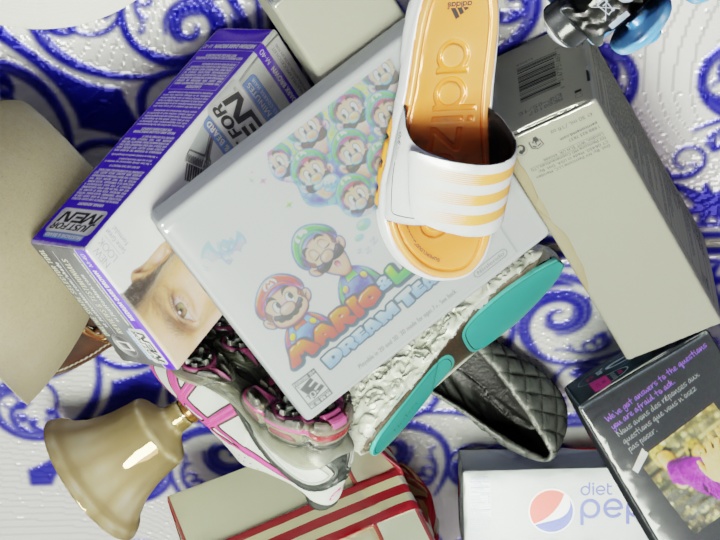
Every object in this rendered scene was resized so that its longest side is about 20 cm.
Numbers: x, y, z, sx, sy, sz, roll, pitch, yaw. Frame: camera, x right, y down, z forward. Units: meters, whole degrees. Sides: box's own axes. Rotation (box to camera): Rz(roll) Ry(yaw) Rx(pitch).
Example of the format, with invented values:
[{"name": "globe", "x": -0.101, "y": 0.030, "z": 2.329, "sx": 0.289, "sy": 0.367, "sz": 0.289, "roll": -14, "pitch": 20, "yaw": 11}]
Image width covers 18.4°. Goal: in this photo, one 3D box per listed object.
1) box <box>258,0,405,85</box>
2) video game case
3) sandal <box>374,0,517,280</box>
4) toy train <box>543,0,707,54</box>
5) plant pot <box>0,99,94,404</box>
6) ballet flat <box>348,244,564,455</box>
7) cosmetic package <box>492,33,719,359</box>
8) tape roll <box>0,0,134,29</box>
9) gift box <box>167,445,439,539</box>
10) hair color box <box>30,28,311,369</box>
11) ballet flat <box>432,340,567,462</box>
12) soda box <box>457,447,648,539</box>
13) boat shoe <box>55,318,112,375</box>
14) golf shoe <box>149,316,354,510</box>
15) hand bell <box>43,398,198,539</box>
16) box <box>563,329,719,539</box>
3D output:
[{"name": "box", "x": 0.008, "y": -0.124, "z": 1.400, "sx": 0.068, "sy": 0.082, "sz": 0.200, "roll": -35, "pitch": 124, "yaw": -2}, {"name": "video game case", "x": -0.003, "y": -0.029, "z": 1.380, "sx": 0.200, "sy": 0.024, "sz": 0.182, "roll": -38, "pitch": 123, "yaw": -4}, {"name": "sandal", "x": 0.056, "y": -0.082, "z": 1.333, "sx": 0.079, "sy": 0.059, "sz": 0.207, "roll": -8, "pitch": 116, "yaw": -21}, {"name": "toy train", "x": 0.188, "y": -0.213, "z": 1.324, "sx": 0.200, "sy": 0.114, "sz": 0.087, "roll": -38, "pitch": 115, "yaw": 24}, {"name": "plant pot", "x": -0.235, "y": -0.031, "z": 1.431, "sx": 0.134, "sy": 0.200, "sz": 0.200, "roll": -43, "pitch": 121, "yaw": -8}, {"name": "ballet flat", "x": 0.049, "y": 0.040, "z": 1.517, "sx": 0.200, "sy": 0.072, "sz": 0.072, "roll": -43, "pitch": 122, "yaw": -11}, {"name": "cosmetic package", "x": 0.160, "y": -0.052, "z": 1.453, "sx": 0.073, "sy": 0.104, "sz": 0.200, "roll": -23, "pitch": 123, "yaw": 16}, {"name": "tape roll", "x": -0.200, "y": -0.240, "z": 1.348, "sx": 0.203, "sy": 0.037, "sz": 0.203, "roll": 0, "pitch": 128, "yaw": 0}, {"name": "gift box", "x": -0.016, "y": 0.227, "z": 1.581, "sx": 0.187, "sy": 0.185, "sz": 0.200, "roll": -19, "pitch": 140, "yaw": -10}, {"name": "hair color box", "x": -0.102, "y": -0.047, "z": 1.399, "sx": 0.065, "sy": 0.200, "sz": 0.109, "roll": 9, "pitch": 142, "yaw": 47}, {"name": "ballet flat", "x": 0.067, "y": 0.069, "z": 1.570, "sx": 0.200, "sy": 0.057, "sz": 0.066, "roll": 29, "pitch": 120, "yaw": -17}, {"name": "soda box", "x": 0.172, "y": 0.166, "z": 1.629, "sx": 0.200, "sy": 0.068, "sz": 0.063, "roll": -1, "pitch": 99, "yaw": 1}, {"name": "boat shoe", "x": -0.173, "y": 0.011, "z": 1.517, "sx": 0.070, "sy": 0.070, "sz": 0.200, "roll": 36, "pitch": 120, "yaw": -18}, {"name": "golf shoe", "x": -0.084, "y": 0.092, "z": 1.507, "sx": 0.073, "sy": 0.200, "sz": 0.092, "roll": -24, "pitch": 130, "yaw": -33}, {"name": "hand bell", "x": -0.115, "y": 0.095, "z": 1.585, "sx": 0.200, "sy": 0.104, "sz": 0.104, "roll": -35, "pitch": 121, "yaw": 10}, {"name": "box", "x": 0.236, "y": 0.146, "z": 1.530, "sx": 0.106, "sy": 0.122, "sz": 0.200, "roll": -30, "pitch": 92, "yaw": 2}]
